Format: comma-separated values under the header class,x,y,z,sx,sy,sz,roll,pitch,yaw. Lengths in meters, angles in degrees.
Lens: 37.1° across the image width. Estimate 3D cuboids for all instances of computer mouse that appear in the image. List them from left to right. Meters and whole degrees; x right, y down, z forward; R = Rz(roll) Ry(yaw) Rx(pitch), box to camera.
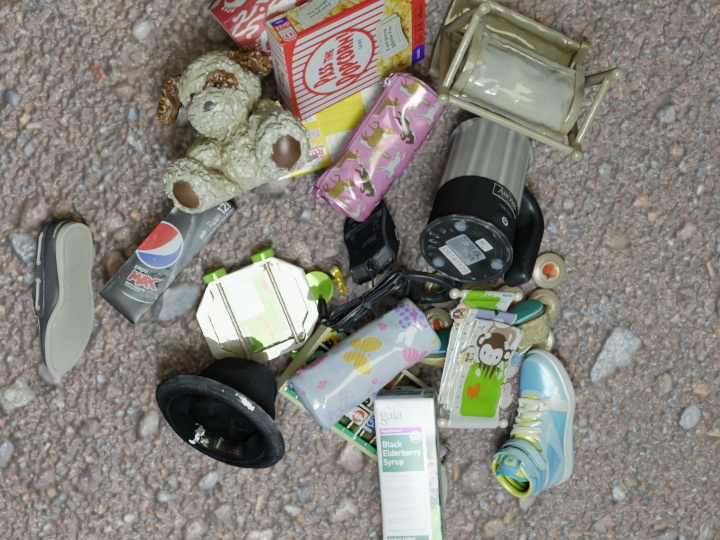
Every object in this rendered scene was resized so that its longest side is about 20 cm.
class,x,y,z,sx,sy,sz,roll,pitch,yaw
computer mouse,0.000,0.000,1.384,0.140,0.201,0.046,-38,124,17

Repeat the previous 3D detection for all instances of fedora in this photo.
class,x,y,z,sx,sy,sz,roll,pitch,yaw
fedora,-0.166,0.169,1.383,0.200,0.200,0.092,38,54,-12

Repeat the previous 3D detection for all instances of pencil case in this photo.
class,x,y,z,sx,sy,sz,roll,pitch,yaw
pencil case,0.007,0.120,1.378,0.199,0.091,0.083,-35,66,-7
pencil case,0.023,-0.158,1.376,0.086,0.083,0.201,35,95,12

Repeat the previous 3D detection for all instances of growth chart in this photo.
class,x,y,z,sx,sy,sz,roll,pitch,yaw
growth chart,0.158,0.116,1.393,0.144,0.018,0.202,-3,106,-36

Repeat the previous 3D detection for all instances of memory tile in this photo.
class,x,y,z,sx,sy,sz,roll,pitch,yaw
memory tile,0.182,0.039,1.486,0.198,0.017,0.155,9,96,-10

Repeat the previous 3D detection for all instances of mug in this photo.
class,x,y,z,sx,sy,sz,roll,pitch,yaw
mug,-0.068,-0.334,1.341,0.200,0.133,0.178,-40,100,2

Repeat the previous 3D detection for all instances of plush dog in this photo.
class,x,y,z,sx,sy,sz,roll,pitch,yaw
plush dog,-0.154,-0.185,1.312,0.199,0.160,0.173,-21,99,21

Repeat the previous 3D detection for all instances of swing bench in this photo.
class,x,y,z,sx,sy,sz,roll,pitch,yaw
swing bench,0.200,-0.255,1.366,0.198,0.200,0.130,22,109,-10

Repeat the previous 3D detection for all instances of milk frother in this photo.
class,x,y,z,sx,sy,sz,roll,pitch,yaw
milk frother,0.126,-0.065,1.402,0.199,0.189,0.181,-7,133,28

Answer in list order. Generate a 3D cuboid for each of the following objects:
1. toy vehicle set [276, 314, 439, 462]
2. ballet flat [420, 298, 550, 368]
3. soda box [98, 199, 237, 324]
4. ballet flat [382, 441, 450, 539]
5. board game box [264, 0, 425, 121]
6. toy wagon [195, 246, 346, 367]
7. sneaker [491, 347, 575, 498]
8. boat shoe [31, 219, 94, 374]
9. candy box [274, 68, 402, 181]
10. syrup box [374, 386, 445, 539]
class,x,y,z,sx,sy,sz,roll,pitch,yaw
toy vehicle set,-0.003,0.162,1.448,0.200,0.027,0.125,38,90,-24
ballet flat,0.167,0.102,1.455,0.199,0.071,0.071,-20,100,-5
soda box,-0.245,-0.028,1.381,0.063,0.071,0.200,41,90,-8
ballet flat,0.080,0.330,1.478,0.071,0.069,0.202,16,93,32
board game box,-0.014,-0.285,1.333,0.199,0.152,0.046,-29,63,-12
toy wagon,-0.114,0.049,1.430,0.199,0.040,0.156,-23,101,-6
sneaker,0.230,0.215,1.457,0.130,0.079,0.202,-20,105,-44
boat shoe,-0.389,0.032,1.385,0.062,0.072,0.202,15,104,32
candy box,-0.029,-0.194,1.416,0.198,0.026,0.103,-16,103,-6
syrup box,0.065,0.258,1.405,0.078,0.081,0.202,-3,94,7
